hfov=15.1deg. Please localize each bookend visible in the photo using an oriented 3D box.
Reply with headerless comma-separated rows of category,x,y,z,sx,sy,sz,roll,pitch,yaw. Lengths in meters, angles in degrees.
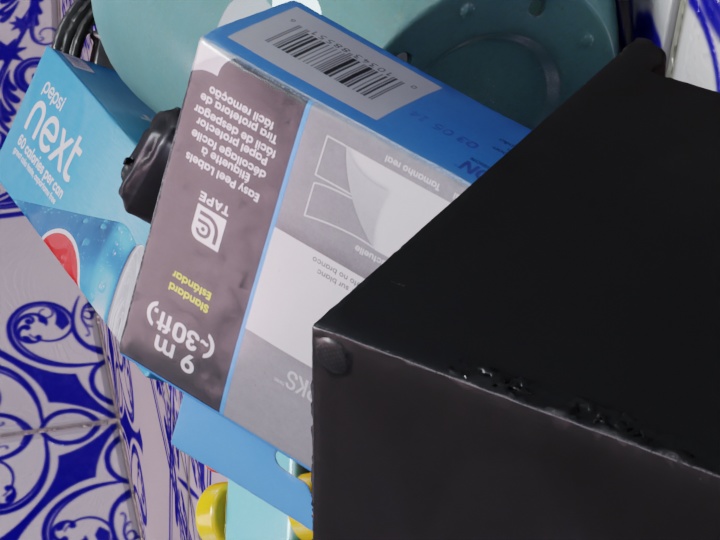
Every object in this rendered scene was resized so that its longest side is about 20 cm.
bookend,0.120,0.036,0.801,0.200,0.198,0.092,-42,-38,-45

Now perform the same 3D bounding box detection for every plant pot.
plant pot,0.012,-0.102,1.102,0.161,0.200,0.201,50,148,46

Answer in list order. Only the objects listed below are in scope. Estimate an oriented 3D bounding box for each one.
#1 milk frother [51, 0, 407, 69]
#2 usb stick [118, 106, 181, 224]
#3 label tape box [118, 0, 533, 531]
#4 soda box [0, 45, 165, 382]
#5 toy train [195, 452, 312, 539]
milk frother,-0.047,-0.106,1.360,0.188,0.199,0.181,112,146,-69
usb stick,0.000,0.000,1.042,0.055,0.200,0.033,-55,9,47
label tape box,-0.008,0.026,0.972,0.144,0.063,0.200,30,121,21
soda box,-0.089,-0.022,1.162,0.068,0.064,0.200,-63,35,14
toy train,0.011,0.110,1.093,0.150,0.056,0.200,-50,49,22
